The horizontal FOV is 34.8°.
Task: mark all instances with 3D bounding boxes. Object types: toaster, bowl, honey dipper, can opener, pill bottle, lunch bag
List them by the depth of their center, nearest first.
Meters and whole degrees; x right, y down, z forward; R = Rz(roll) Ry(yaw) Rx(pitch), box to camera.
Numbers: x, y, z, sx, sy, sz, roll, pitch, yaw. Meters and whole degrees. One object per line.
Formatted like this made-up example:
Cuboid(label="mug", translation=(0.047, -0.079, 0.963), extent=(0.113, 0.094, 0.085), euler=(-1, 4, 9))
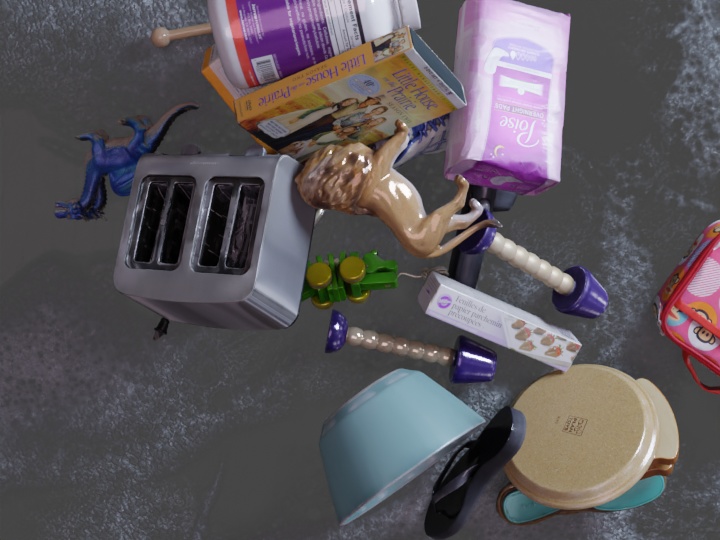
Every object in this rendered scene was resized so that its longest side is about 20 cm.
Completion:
Cuboid(label="pill bottle", translation=(-0.045, -0.254, 1.128), extent=(0.197, 0.113, 0.114), euler=(-13, 99, 3))
Cuboid(label="toaster", translation=(-0.152, -0.029, 1.215), extent=(0.178, 0.119, 0.203), euler=(4, 75, 24))
Cuboid(label="honey dipper", translation=(-0.136, -0.274, 1.278), extent=(0.197, 0.038, 0.039), euler=(-11, 99, 1))
Cuboid(label="bowl", translation=(0.032, 0.185, 1.290), extent=(0.200, 0.201, 0.106), euler=(-37, 77, 5))
Cuboid(label="can opener", translation=(0.131, -0.048, 1.301), extent=(0.077, 0.063, 0.203), euler=(14, 99, -3))
Cuboid(label="lunch bag", translation=(0.439, 0.060, 1.313), extent=(0.199, 0.082, 0.177), euler=(34, 102, -3))

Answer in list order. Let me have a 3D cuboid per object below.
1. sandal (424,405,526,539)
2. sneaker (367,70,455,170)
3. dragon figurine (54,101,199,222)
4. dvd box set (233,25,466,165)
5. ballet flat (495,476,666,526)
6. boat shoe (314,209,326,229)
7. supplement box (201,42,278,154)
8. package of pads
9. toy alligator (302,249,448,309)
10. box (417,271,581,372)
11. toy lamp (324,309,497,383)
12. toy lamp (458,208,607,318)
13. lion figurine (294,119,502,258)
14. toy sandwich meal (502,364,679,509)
Cuboid(label="sandal", translation=(0.121, 0.227, 1.318), extent=(0.042, 0.076, 0.201), euler=(21, 120, -15))
Cuboid(label="sneaker", translation=(0.063, -0.155, 1.272), extent=(0.199, 0.088, 0.076), euler=(-32, 96, 3))
Cuboid(label="dragon figurine", translation=(-0.257, -0.120, 1.292), extent=(0.197, 0.059, 0.101), euler=(-19, 99, 4))
Cuboid(label="dvd box set", translation=(-0.008, -0.169, 1.163), extent=(0.198, 0.146, 0.030), euler=(-19, 68, 20))
Cuboid(label="ballet flat", translation=(0.253, 0.253, 1.344), extent=(0.197, 0.072, 0.069), euler=(-14, 94, 1))
Cuboid(label="boat shoe", translation=(-0.114, -0.032, 1.299), extent=(0.073, 0.075, 0.200), euler=(45, 96, -5))
Cuboid(label="supplement box", translation=(-0.057, -0.235, 1.240), extent=(0.199, 0.074, 0.126), euler=(-33, 114, 13))
Cuboid(label="package of pads", translation=(0.157, -0.190, 1.234), extent=(0.119, 0.076, 0.203), euler=(10, 78, -16))
Cuboid(label="toy alligator", translation=(0.000, 0.000, 1.317), extent=(0.197, 0.060, 0.055), euler=(-10, 59, 2))
Cuboid(label="box", translation=(0.159, 0.059, 1.300), extent=(0.198, 0.042, 0.039), euler=(23, 105, -22))
Cuboid(label="toy lamp", translation=(0.059, 0.092, 1.327), extent=(0.197, 0.058, 0.059), euler=(10, 99, -1))
Cuboid(label="toy lamp", translation=(0.196, -0.001, 1.277), extent=(0.198, 0.058, 0.059), euler=(27, 99, -27))
Cuboid(label="lion figurine", translation=(0.038, -0.069, 1.179), extent=(0.199, 0.072, 0.123), euler=(40, 86, 0))
Cuboid(label="toy sandwich meal", translation=(0.256, 0.192, 1.303), extent=(0.203, 0.206, 0.071), euler=(-26, 135, 4))
